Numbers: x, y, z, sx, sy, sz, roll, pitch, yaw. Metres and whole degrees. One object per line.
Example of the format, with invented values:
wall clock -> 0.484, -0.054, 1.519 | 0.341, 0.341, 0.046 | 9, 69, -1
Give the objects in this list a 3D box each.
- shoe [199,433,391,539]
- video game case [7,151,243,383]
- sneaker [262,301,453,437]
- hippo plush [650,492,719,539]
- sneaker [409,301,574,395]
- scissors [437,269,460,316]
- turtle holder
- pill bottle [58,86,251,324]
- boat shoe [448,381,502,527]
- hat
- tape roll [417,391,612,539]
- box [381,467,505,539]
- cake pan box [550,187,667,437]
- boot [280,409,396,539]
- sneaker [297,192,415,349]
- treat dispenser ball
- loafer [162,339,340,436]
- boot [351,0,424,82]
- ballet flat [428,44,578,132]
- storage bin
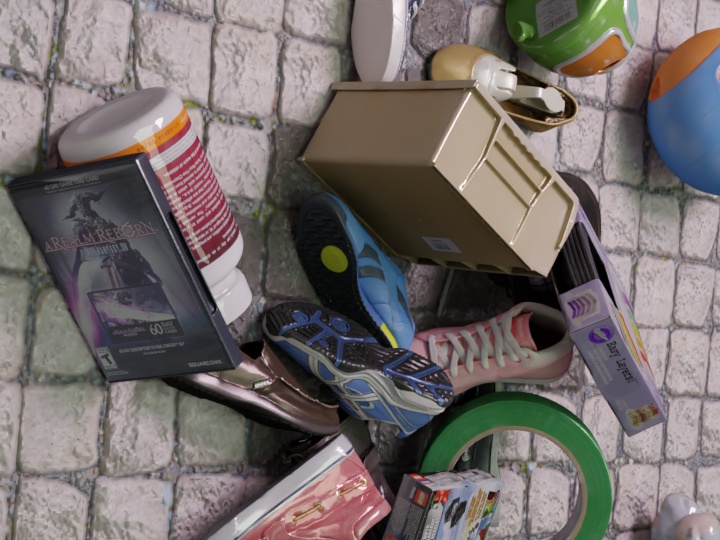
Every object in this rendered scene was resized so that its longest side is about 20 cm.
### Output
shoe -> -0.067, 0.244, 1.434 | 0.200, 0.071, 0.091 | -36, 90, -19
video game case -> -0.195, 0.003, 1.291 | 0.019, 0.142, 0.201 | -53, 127, -48
sneaker -> -0.011, 0.100, 1.492 | 0.199, 0.077, 0.076 | 30, 33, -11
hippo plush -> 0.351, 0.381, 1.852 | 0.160, 0.159, 0.201 | -17, 90, -10
sneaker -> 0.124, 0.076, 1.567 | 0.199, 0.105, 0.076 | -4, 65, -8
scissors -> 0.114, -0.048, 1.662 | 0.200, 0.014, 0.073 | -56, 129, -23
turtle holder -> 0.226, -0.288, 1.679 | 0.132, 0.186, 0.141 | 33, 103, -38
pill bottle -> -0.169, -0.045, 1.329 | 0.113, 0.113, 0.201 | -39, 118, -34
boat shoe -> 0.119, 0.172, 1.644 | 0.060, 0.076, 0.201 | 0, 86, 2
hat -> 0.184, -0.018, 1.675 | 0.200, 0.081, 0.202 | -6, 97, -54
tape roll -> 0.157, 0.227, 1.592 | 0.048, 0.199, 0.202 | -72, 163, -81
box -> 0.062, 0.294, 1.516 | 0.137, 0.040, 0.201 | 6, 105, -55
cake pan box -> 0.241, 0.040, 1.575 | 0.200, 0.052, 0.185 | 55, 17, -42
boot -> -0.032, 0.244, 1.520 | 0.200, 0.069, 0.175 | -44, 115, -36
sneaker -> 0.000, 0.000, 1.529 | 0.079, 0.066, 0.201 | -51, 125, -43
treat dispenser ball -> 0.438, -0.188, 1.823 | 0.200, 0.200, 0.202 | -4, 96, -42
loafer -> -0.090, 0.101, 1.437 | 0.200, 0.073, 0.071 | 28, 74, -39
boot -> 0.047, -0.279, 1.539 | 0.090, 0.073, 0.201 | 2, 91, -37
ballet flat -> 0.159, -0.198, 1.656 | 0.199, 0.063, 0.069 | 13, 84, -42
storage bin -> 0.077, -0.085, 1.495 | 0.198, 0.199, 0.094 | 43, 66, -36
